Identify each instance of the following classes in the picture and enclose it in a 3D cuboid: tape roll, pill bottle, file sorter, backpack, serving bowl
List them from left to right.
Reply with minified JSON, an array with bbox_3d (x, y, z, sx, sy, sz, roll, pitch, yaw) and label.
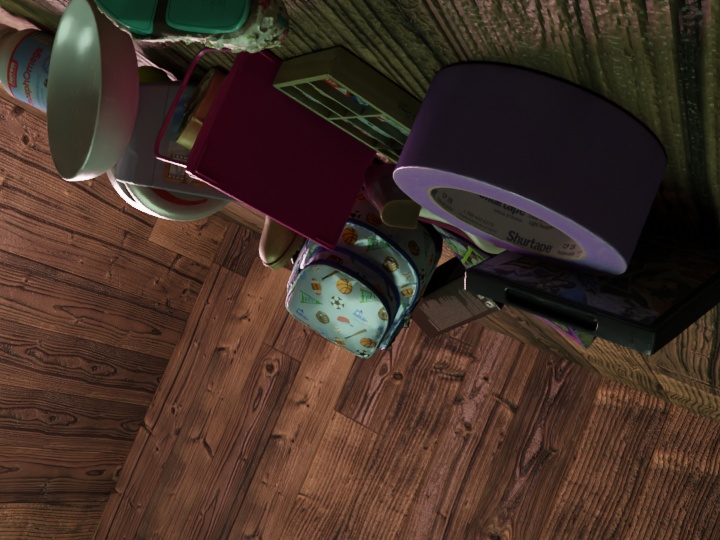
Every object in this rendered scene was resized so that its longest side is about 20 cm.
[{"bbox_3d":[-0.468,-0.296,1.068,0.197,0.110,0.109,23,176,6],"label":"pill bottle"},{"bbox_3d":[-0.302,-0.203,0.813,0.065,0.204,0.199,0,-167,-40],"label":"serving bowl"},{"bbox_3d":[-0.104,-0.136,0.775,0.199,0.141,0.125,28,176,-42],"label":"file sorter"},{"bbox_3d":[0.000,0.000,0.912,0.197,0.192,0.155,27,-141,-1],"label":"backpack"},{"bbox_3d":[0.130,-0.075,0.564,0.197,0.086,0.200,24,175,2],"label":"tape roll"}]

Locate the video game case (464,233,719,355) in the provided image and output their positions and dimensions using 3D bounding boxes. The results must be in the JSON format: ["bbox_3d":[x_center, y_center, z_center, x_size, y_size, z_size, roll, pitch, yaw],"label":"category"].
[{"bbox_3d":[0.225,0.003,0.644,0.198,0.026,0.179,-21,-151,-39],"label":"video game case"}]

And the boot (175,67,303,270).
[{"bbox_3d":[-0.144,-0.120,0.881,0.198,0.178,0.066,30,173,-34],"label":"boot"}]

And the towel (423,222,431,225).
[{"bbox_3d":[0.107,-0.066,0.969,0.144,0.030,0.200,23,-179,-13],"label":"towel"}]

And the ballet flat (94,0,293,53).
[{"bbox_3d":[-0.135,-0.207,0.557,0.198,0.077,0.064,26,-167,28],"label":"ballet flat"}]

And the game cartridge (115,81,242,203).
[{"bbox_3d":[-0.198,-0.162,0.891,0.197,0.136,0.041,7,-163,-31],"label":"game cartridge"}]

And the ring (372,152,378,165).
[{"bbox_3d":[0.067,-0.114,0.895,0.197,0.020,0.200,25,177,2],"label":"ring"}]

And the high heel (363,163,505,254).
[{"bbox_3d":[0.101,-0.075,0.732,0.196,0.068,0.097,11,-149,-19],"label":"high heel"}]

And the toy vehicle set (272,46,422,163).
[{"bbox_3d":[0.023,-0.146,0.687,0.198,0.027,0.124,27,175,-30],"label":"toy vehicle set"}]

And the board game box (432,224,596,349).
[{"bbox_3d":[0.170,0.005,0.800,0.199,0.032,0.120,38,170,47],"label":"board game box"}]

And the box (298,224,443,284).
[{"bbox_3d":[0.019,-0.048,1.070,0.197,0.106,0.148,25,-160,0],"label":"box"}]

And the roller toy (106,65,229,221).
[{"bbox_3d":[-0.249,-0.162,0.967,0.198,0.185,0.139,27,174,-32],"label":"roller toy"}]

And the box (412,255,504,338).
[{"bbox_3d":[0.154,0.024,1.051,0.075,0.100,0.200,44,151,-4],"label":"box"}]
